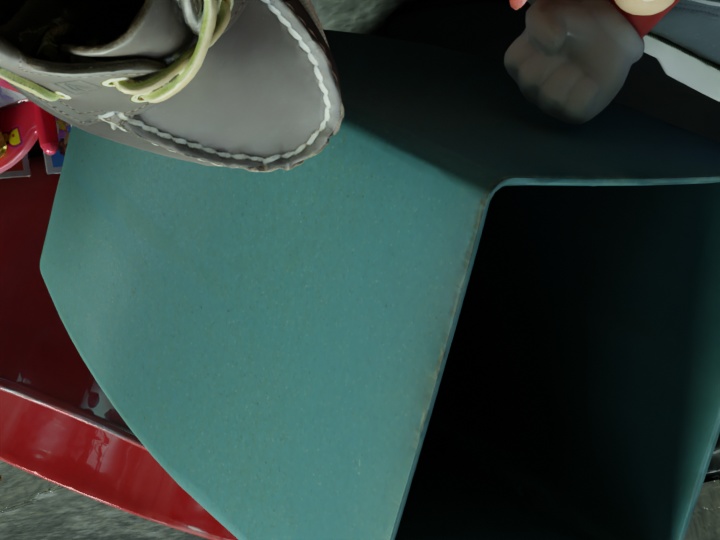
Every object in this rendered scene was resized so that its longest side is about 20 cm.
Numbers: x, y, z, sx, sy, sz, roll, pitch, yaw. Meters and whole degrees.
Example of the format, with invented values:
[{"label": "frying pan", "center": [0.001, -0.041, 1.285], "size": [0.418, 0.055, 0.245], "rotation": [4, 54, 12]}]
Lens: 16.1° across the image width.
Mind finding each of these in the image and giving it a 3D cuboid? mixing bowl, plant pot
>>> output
[{"label": "mixing bowl", "center": [-0.097, 0.023, 0.993], "size": [0.199, 0.109, 0.200], "rotation": [21, 166, 6]}, {"label": "plant pot", "center": [0.000, 0.000, 0.790], "size": [0.141, 0.142, 0.199], "rotation": [-3, -155, -45]}]

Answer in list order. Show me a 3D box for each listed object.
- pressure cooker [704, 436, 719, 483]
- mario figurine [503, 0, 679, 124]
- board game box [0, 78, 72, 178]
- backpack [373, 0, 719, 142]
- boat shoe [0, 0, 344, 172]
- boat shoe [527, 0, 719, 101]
[{"label": "pressure cooker", "center": [0.218, 0.009, 1.150], "size": [0.175, 0.202, 0.178], "rotation": [-23, 164, 41]}, {"label": "mario figurine", "center": [0.110, -0.091, 0.701], "size": [0.198, 0.124, 0.106], "rotation": [4, -165, -20]}, {"label": "board game box", "center": [-0.137, -0.057, 0.838], "size": [0.199, 0.039, 0.158], "rotation": [-8, 167, -25]}, {"label": "backpack", "center": [0.046, -0.030, 0.972], "size": [0.162, 0.155, 0.200], "rotation": [-7, 180, -26]}, {"label": "boat shoe", "center": [-0.068, -0.073, 0.623], "size": [0.072, 0.060, 0.200], "rotation": [-48, 133, 6]}, {"label": "boat shoe", "center": [0.090, -0.108, 0.809], "size": [0.062, 0.073, 0.199], "rotation": [-42, 147, 21]}]
